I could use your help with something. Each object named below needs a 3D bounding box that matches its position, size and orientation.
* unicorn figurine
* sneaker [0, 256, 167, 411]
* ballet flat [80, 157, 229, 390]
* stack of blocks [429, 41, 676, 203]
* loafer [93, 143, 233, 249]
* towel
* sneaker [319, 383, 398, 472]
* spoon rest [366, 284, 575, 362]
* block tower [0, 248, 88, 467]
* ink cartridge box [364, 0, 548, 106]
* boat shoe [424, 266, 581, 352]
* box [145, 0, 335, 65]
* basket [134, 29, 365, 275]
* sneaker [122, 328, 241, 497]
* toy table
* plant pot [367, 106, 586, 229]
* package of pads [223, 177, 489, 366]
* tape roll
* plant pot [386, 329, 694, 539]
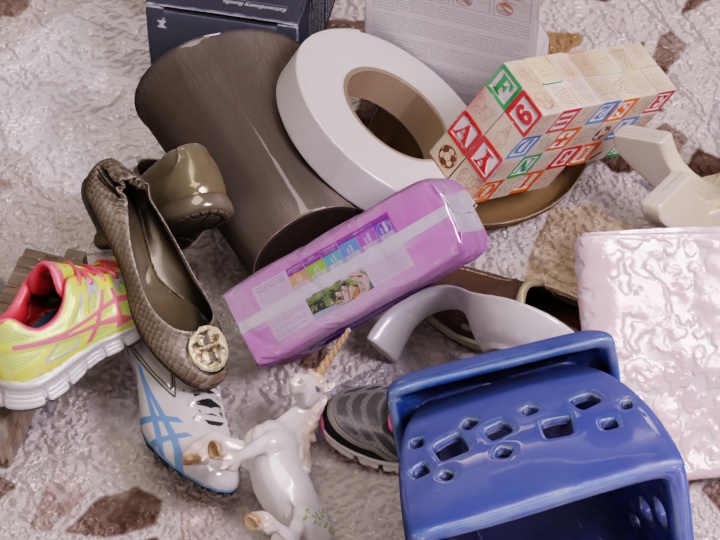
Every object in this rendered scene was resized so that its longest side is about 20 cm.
[{"bbox_3d":[-0.062,0.152,1.588,0.137,0.074,0.201,-2,78,-47],"label":"unicorn figurine"},{"bbox_3d":[-0.219,0.022,1.637,0.078,0.091,0.200,8,37,37],"label":"sneaker"},{"bbox_3d":[-0.156,0.000,1.631,0.067,0.046,0.201,-17,76,-47],"label":"ballet flat"},{"bbox_3d":[0.166,-0.127,1.778,0.199,0.115,0.059,-14,62,-47],"label":"stack of blocks"},{"bbox_3d":[-0.163,-0.058,1.730,0.076,0.200,0.068,2,80,-33],"label":"loafer"},{"bbox_3d":[0.268,0.065,1.640,0.190,0.032,0.202,-4,85,-3],"label":"towel"},{"bbox_3d":[0.066,0.110,1.635,0.198,0.088,0.074,7,49,7],"label":"sneaker"},{"bbox_3d":[0.096,0.045,1.654,0.199,0.099,0.061,3,61,43],"label":"spoon rest"},{"bbox_3d":[-0.279,0.069,1.696,0.057,0.054,0.201,13,49,10],"label":"block tower"},{"bbox_3d":[0.084,-0.223,1.821,0.160,0.201,0.050,14,49,12],"label":"ink cartridge box"},{"bbox_3d":[0.135,0.031,1.714,0.201,0.075,0.075,22,52,19],"label":"boat shoe"},{"bbox_3d":[-0.105,-0.265,1.958,0.147,0.105,0.201,10,50,9],"label":"box"},{"bbox_3d":[-0.079,-0.088,1.784,0.179,0.136,0.201,1,47,-36],"label":"basket"},{"bbox_3d":[-0.138,0.094,1.653,0.072,0.073,0.201,14,35,-38],"label":"sneaker"},{"bbox_3d":[0.300,-0.057,1.740,0.183,0.118,0.200,5,37,30],"label":"toy table"},{"bbox_3d":[0.104,-0.106,1.869,0.198,0.028,0.201,0,48,0],"label":"plant pot"},{"bbox_3d":[0.000,0.000,1.658,0.199,0.120,0.076,-30,83,13],"label":"package of pads"},{"bbox_3d":[0.021,-0.122,1.774,0.202,0.037,0.204,25,38,-21],"label":"tape roll"},{"bbox_3d":[0.122,0.167,1.508,0.199,0.201,0.180,-14,42,-2],"label":"plant pot"}]
